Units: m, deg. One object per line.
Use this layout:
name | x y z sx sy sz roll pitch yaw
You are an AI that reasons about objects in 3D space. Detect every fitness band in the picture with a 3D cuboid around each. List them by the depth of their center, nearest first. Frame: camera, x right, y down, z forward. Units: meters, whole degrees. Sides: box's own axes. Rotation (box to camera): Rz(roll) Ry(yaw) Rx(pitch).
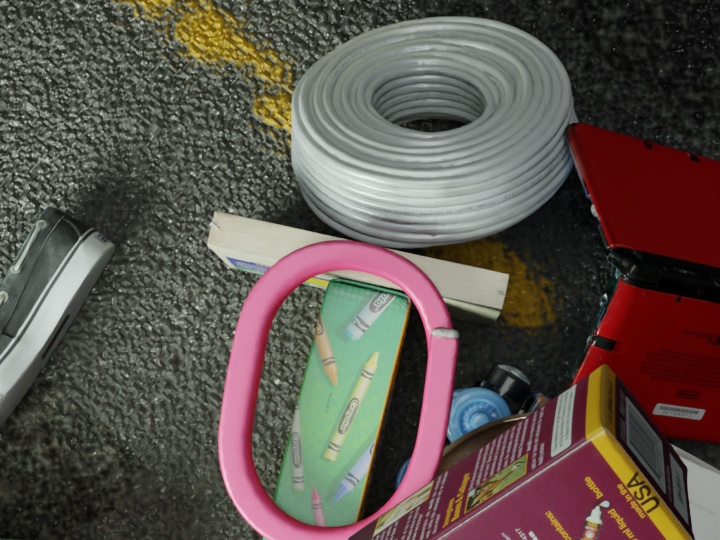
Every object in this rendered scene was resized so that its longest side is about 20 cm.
fitness band | -0.014 0.080 1.028 0.143 0.037 0.200 9 86 2

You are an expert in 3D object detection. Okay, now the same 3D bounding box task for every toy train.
toy train | 0.078 0.166 1.116 0.114 0.087 0.200 32 84 -1

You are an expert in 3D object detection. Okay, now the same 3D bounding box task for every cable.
cable | 0.050 -0.098 1.118 0.200 0.069 0.200 0 41 5

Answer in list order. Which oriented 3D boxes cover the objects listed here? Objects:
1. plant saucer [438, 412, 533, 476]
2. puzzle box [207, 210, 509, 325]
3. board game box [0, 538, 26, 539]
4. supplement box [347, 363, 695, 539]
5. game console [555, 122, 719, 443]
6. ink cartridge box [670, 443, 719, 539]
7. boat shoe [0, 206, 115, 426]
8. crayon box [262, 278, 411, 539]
plant saucer | 0.104 0.189 1.010 0.200 0.037 0.201 -17 59 30
puzzle box | 0.000 0.000 1.117 0.200 0.133 0.025 13 85 3
board game box | -0.284 0.232 1.102 0.200 0.103 0.105 2 81 2
supplement box | 0.084 0.155 0.929 0.200 0.110 0.086 -36 96 16
game console | 0.207 0.014 1.112 0.200 0.119 0.172 10 110 -37
ink cartridge box | 0.177 0.218 1.071 0.084 0.146 0.200 25 83 3
boat shoe | -0.254 0.046 1.145 0.068 0.074 0.199 32 83 2
crayon box | -0.016 0.114 1.106 0.058 0.119 0.200 14 82 4
